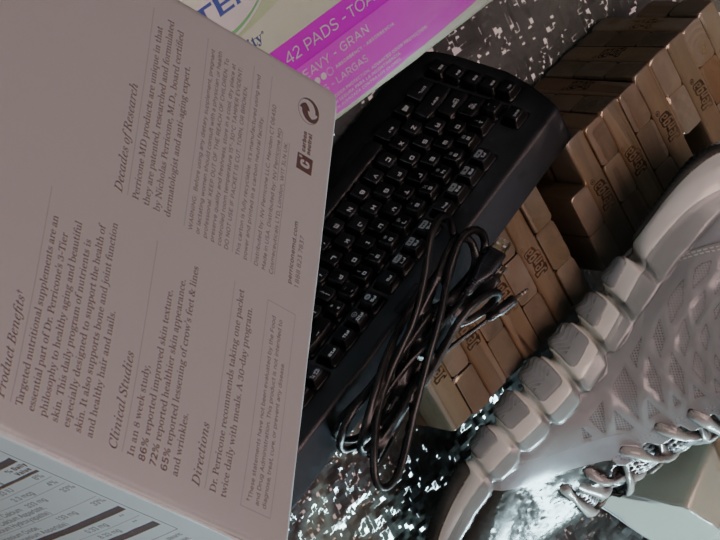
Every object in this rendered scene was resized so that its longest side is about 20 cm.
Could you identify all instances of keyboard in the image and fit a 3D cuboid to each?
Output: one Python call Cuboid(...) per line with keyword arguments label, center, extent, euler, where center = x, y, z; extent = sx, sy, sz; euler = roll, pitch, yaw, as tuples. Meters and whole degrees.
Cuboid(label="keyboard", center=(0.000, 0.000, 0.826), extent=(0.200, 0.104, 0.040), euler=(-53, 147, -21))

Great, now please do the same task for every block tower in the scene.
Cuboid(label="block tower", center=(0.065, -0.021, 0.906), extent=(0.200, 0.054, 0.058), euler=(-43, 117, -25))

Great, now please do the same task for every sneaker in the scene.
Cuboid(label="sneaker", center=(0.117, 0.061, 0.880), extent=(0.200, 0.115, 0.075), euler=(-55, 165, 9))

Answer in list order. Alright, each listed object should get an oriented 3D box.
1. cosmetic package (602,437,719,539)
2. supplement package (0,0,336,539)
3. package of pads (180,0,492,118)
Cuboid(label="cosmetic package", center=(0.175, 0.023, 0.982), extent=(0.104, 0.073, 0.200), euler=(34, 73, -35))
Cuboid(label="supplement package", center=(-0.134, -0.005, 0.671), extent=(0.200, 0.151, 0.152), euler=(29, 54, -36))
Cuboid(label="package of pads", center=(-0.025, -0.138, 0.818), extent=(0.200, 0.068, 0.155), euler=(-40, 117, -28))
